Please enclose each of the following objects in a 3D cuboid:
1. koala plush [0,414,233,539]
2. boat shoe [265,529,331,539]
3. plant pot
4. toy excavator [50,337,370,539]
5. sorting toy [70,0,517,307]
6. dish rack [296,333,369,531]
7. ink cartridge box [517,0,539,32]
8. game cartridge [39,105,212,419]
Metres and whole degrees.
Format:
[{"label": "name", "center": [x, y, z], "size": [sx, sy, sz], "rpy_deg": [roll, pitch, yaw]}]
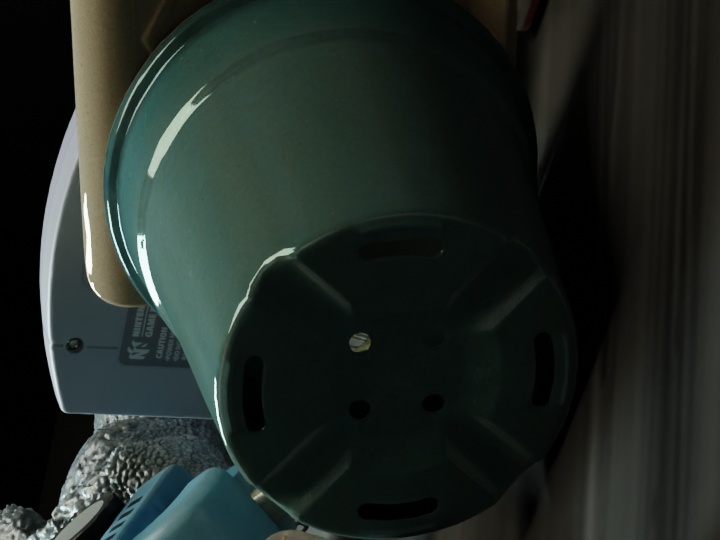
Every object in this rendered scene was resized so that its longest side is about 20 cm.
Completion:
[{"label": "koala plush", "center": [-0.127, 0.125, 1.786], "size": [0.184, 0.176, 0.201], "rpy_deg": [-49, 24, 43]}, {"label": "boat shoe", "center": [0.018, 0.154, 1.138], "size": [0.076, 0.072, 0.200], "rpy_deg": [-60, 26, -7]}, {"label": "plant pot", "center": [0.000, 0.000, 1.171], "size": [0.196, 0.199, 0.201], "rpy_deg": [-112, 38, -62]}, {"label": "toy excavator", "center": [-0.051, 0.119, 1.313], "size": [0.200, 0.100, 0.195], "rpy_deg": [-35, 9, 27]}, {"label": "sorting toy", "center": [-0.030, -0.079, 1.257], "size": [0.037, 0.198, 0.186], "rpy_deg": [-111, 19, -61]}, {"label": "dish rack", "center": [-0.010, 0.053, 1.519], "size": [0.154, 0.054, 0.201], "rpy_deg": [122, 160, -64]}, {"label": "ink cartridge box", "center": [0.061, -0.224, 1.439], "size": [0.200, 0.085, 0.149], "rpy_deg": [-107, 34, -70]}, {"label": "game cartridge", "center": [-0.084, -0.019, 1.320], "size": [0.041, 0.132, 0.201], "rpy_deg": [-118, 36, -52]}]
